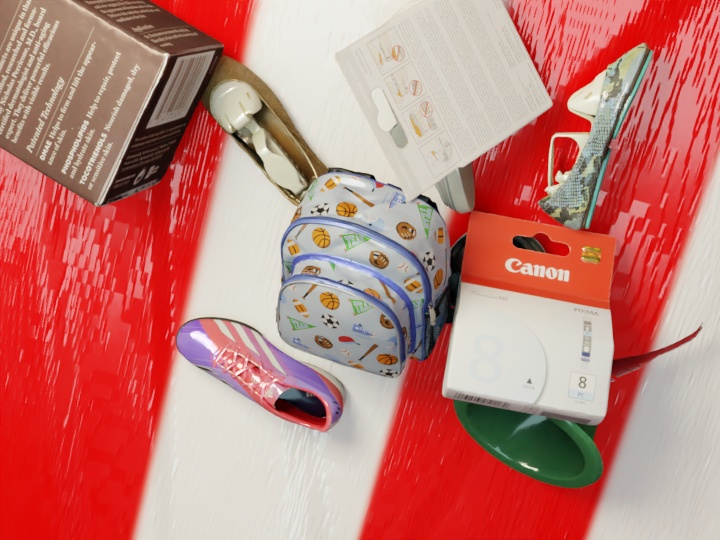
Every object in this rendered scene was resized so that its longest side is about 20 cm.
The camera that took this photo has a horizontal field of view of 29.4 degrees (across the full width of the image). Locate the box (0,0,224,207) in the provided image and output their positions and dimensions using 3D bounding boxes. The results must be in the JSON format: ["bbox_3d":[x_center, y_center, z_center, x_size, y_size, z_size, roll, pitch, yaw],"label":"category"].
[{"bbox_3d":[-0.271,-0.191,1.335,0.199,0.166,0.165,30,108,6],"label":"box"}]

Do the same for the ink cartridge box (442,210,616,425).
[{"bbox_3d":[0.175,0.041,1.369,0.159,0.047,0.202,10,74,-1],"label":"ink cartridge box"}]

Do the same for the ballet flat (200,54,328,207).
[{"bbox_3d":[-0.102,-0.138,1.400,0.068,0.072,0.200,-35,101,14],"label":"ballet flat"}]

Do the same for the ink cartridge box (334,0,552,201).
[{"bbox_3d":[0.076,-0.182,1.334,0.199,0.050,0.162,-34,104,-23],"label":"ink cartridge box"}]

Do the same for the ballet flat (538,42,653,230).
[{"bbox_3d":[0.230,-0.140,1.380,0.074,0.074,0.201,18,105,-1],"label":"ballet flat"}]

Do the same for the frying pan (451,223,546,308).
[{"bbox_3d":[0.151,0.040,1.455,0.114,0.031,0.191,-8,108,9],"label":"frying pan"}]

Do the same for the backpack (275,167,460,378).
[{"bbox_3d":[0.000,0.000,1.358,0.198,0.155,0.191,13,136,10],"label":"backpack"}]

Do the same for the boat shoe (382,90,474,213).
[{"bbox_3d":[0.060,-0.149,1.394,0.071,0.070,0.202,-17,101,20],"label":"boat shoe"}]

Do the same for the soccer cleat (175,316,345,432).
[{"bbox_3d":[-0.108,0.112,1.474,0.199,0.073,0.069,27,107,-4],"label":"soccer cleat"}]

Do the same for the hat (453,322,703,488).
[{"bbox_3d":[0.225,0.118,1.474,0.199,0.177,0.166,27,151,14],"label":"hat"}]
